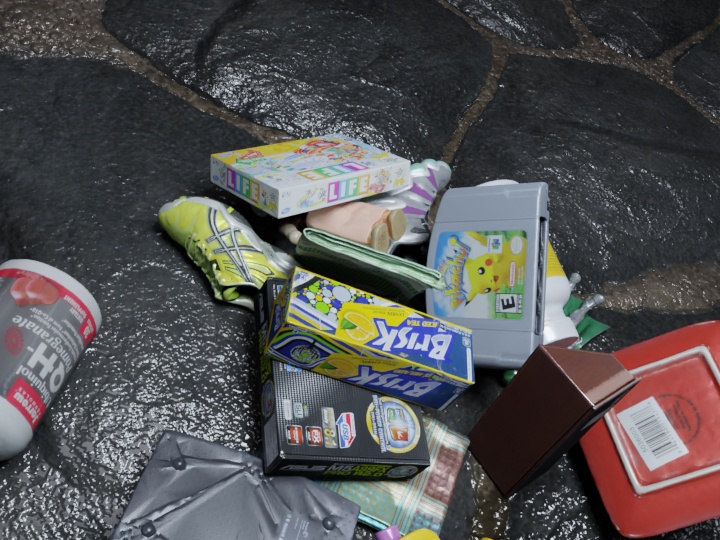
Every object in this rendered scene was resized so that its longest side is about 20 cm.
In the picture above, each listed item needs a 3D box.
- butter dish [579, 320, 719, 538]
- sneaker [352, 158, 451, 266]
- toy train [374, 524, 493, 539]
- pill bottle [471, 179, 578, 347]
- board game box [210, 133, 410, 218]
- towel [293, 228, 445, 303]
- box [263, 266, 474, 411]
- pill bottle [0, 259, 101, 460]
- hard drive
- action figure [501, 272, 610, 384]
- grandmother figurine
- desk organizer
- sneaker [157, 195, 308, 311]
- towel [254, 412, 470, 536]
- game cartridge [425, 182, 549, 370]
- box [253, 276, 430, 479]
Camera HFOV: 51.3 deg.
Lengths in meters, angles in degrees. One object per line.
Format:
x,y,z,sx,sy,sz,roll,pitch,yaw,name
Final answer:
0.354,0.188,0.842,0.199,0.148,0.200,-22,56,12,butter dish
0.074,-0.056,0.974,0.200,0.078,0.140,-31,70,-28,sneaker
0.062,0.313,0.678,0.200,0.056,0.150,10,61,-18,toy train
0.176,0.003,0.877,0.112,0.112,0.200,-9,66,-28,pill bottle
-0.058,-0.118,0.893,0.200,0.034,0.134,-19,35,-40,board game box
0.000,0.000,0.824,0.152,0.200,0.023,19,82,-7,towel
0.012,0.071,0.740,0.200,0.064,0.070,20,46,-16,box
-0.322,0.095,0.658,0.111,0.111,0.200,22,48,-4,pill bottle
-0.110,0.236,0.673,0.200,0.042,0.135,23,47,-4,hard drive
0.234,0.080,0.938,0.118,0.055,0.200,42,53,10,action figure
-0.052,-0.067,0.898,0.200,0.061,0.121,20,35,28,grandmother figurine
0.186,0.146,0.762,0.072,0.200,0.077,-21,61,-33,desk organizer
-0.149,-0.013,0.841,0.200,0.075,0.076,32,47,7,sneaker
0.006,0.185,0.773,0.200,0.022,0.147,27,50,1,towel
0.135,0.006,0.816,0.040,0.133,0.200,11,80,-51,game cartridge
-0.023,0.108,0.766,0.160,0.044,0.200,10,51,-25,box
